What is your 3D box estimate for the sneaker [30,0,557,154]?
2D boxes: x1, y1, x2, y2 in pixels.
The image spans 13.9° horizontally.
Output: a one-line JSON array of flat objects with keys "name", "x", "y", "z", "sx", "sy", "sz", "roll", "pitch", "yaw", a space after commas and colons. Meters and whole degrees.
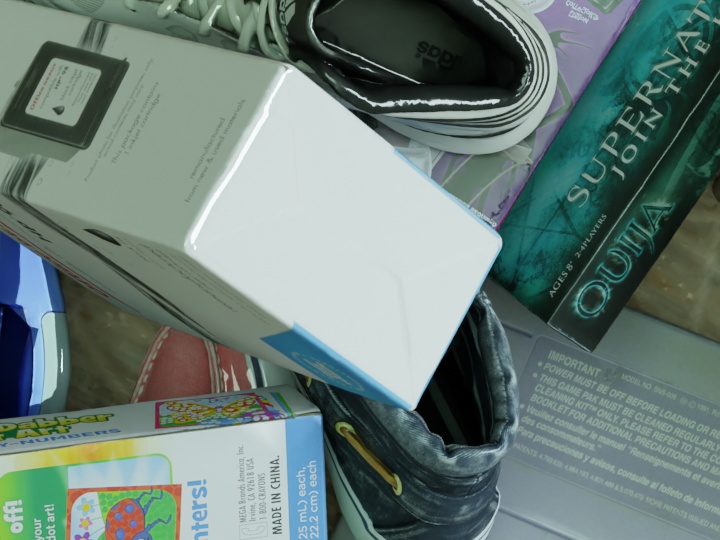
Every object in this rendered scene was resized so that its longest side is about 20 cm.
[{"name": "sneaker", "x": -0.031, "y": -0.097, "z": 0.930, "sx": 0.199, "sy": 0.115, "sz": 0.076, "roll": 20, "pitch": 88, "yaw": 3}]

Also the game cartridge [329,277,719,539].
[{"name": "game cartridge", "x": 0.102, "y": 0.084, "z": 1.050, "sx": 0.199, "sy": 0.038, "sz": 0.130, "roll": 22, "pitch": 75, "yaw": 16}]

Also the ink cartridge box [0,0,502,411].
[{"name": "ink cartridge box", "x": -0.065, "y": -0.027, "z": 0.964, "sx": 0.199, "sy": 0.116, "sz": 0.067, "roll": 17, "pitch": 75, "yaw": 48}]

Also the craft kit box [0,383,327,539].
[{"name": "craft kit box", "x": -0.107, "y": 0.149, "z": 0.988, "sx": 0.196, "sy": 0.048, "sz": 0.201, "roll": -6, "pitch": 104, "yaw": -20}]

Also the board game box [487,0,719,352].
[{"name": "board game box", "x": 0.097, "y": -0.084, "z": 1.029, "sx": 0.028, "sy": 0.135, "sz": 0.201, "roll": 32, "pitch": 94, "yaw": -34}]

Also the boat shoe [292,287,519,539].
[{"name": "boat shoe", "x": 0.000, "y": 0.000, "z": 1.023, "sx": 0.070, "sy": 0.091, "sz": 0.201, "roll": -19, "pitch": 66, "yaw": -21}]

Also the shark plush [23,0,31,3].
[{"name": "shark plush", "x": -0.160, "y": -0.176, "z": 1.078, "sx": 0.090, "sy": 0.083, "sz": 0.201, "roll": -13, "pitch": 89, "yaw": 7}]

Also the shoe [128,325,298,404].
[{"name": "shoe", "x": -0.081, "y": 0.105, "z": 1.058, "sx": 0.071, "sy": 0.091, "sz": 0.202, "roll": 11, "pitch": 96, "yaw": 44}]

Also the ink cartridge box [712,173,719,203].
[{"name": "ink cartridge box", "x": 0.215, "y": 0.012, "z": 0.992, "sx": 0.075, "sy": 0.165, "sz": 0.200, "roll": -44, "pitch": 85, "yaw": 0}]

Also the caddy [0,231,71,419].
[{"name": "caddy", "x": -0.154, "y": 0.036, "z": 1.051, "sx": 0.104, "sy": 0.141, "sz": 0.201, "roll": 6, "pitch": 92, "yaw": 10}]

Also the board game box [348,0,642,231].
[{"name": "board game box", "x": -0.010, "y": -0.109, "z": 1.001, "sx": 0.199, "sy": 0.032, "sz": 0.120, "roll": 32, "pitch": 85, "yaw": 2}]
